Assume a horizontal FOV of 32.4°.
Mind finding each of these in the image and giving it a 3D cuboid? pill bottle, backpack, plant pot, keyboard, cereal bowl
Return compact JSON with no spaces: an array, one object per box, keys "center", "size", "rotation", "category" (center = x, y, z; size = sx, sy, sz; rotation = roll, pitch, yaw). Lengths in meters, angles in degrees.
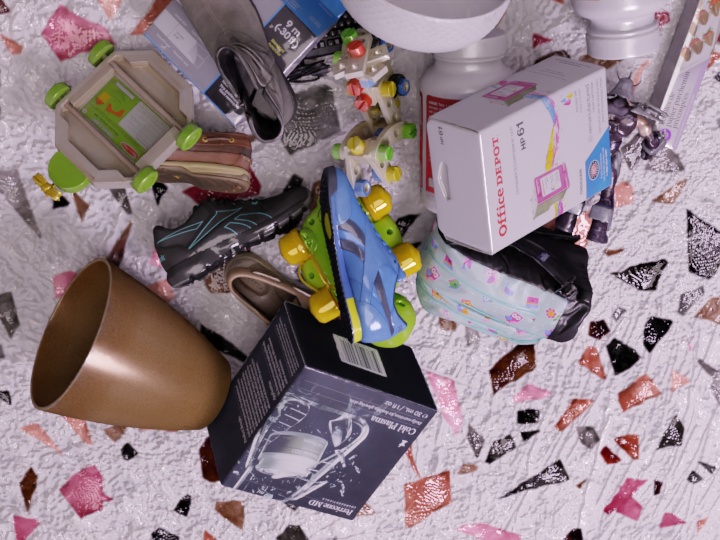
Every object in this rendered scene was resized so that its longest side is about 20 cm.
[{"center":[0.122,-0.171,1.411],"size":[0.111,0.113,0.203],"rotation":[-3,112,-4],"category":"pill bottle"},{"center":[0.166,0.005,1.466],"size":[0.198,0.167,0.128],"rotation":[18,115,-5],"category":"backpack"},{"center":[-0.260,0.111,1.472],"size":[0.199,0.187,0.187],"rotation":[28,108,-30],"category":"plant pot"},{"center":[-0.071,-0.258,1.401],"size":[0.197,0.040,0.105],"rotation":[-12,111,1],"category":"keyboard"},{"center":[0.283,-0.341,1.358],"size":[0.109,0.111,0.203],"rotation":[-9,112,-1],"category":"pill bottle"},{"center":[0.061,-0.302,1.325],"size":[0.197,0.202,0.084],"rotation":[10,139,-9],"category":"cereal bowl"}]

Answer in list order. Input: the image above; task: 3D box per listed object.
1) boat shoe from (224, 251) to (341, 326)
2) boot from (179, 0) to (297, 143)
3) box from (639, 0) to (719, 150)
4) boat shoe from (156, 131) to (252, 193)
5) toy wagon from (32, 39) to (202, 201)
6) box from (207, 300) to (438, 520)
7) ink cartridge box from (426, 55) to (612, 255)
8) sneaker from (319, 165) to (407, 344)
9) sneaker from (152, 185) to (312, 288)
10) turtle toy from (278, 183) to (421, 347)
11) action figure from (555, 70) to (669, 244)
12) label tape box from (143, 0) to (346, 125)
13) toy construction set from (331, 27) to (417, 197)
[{"center":[-0.082,0.055,1.509],"size":[0.199,0.065,0.072],"rotation":[31,106,-15],"category":"boat shoe"},{"center":[-0.127,-0.227,1.266],"size":[0.067,0.131,0.201],"rotation":[-32,97,8],"category":"boot"},{"center":[0.380,-0.243,1.443],"size":[0.038,0.042,0.202],"rotation":[13,109,-9],"category":"box"},{"center":[-0.220,-0.140,1.427],"size":[0.197,0.072,0.069],"rotation":[9,78,0],"category":"boat shoe"},{"center":[-0.279,-0.154,1.372],"size":[0.155,0.040,0.200],"rotation":[42,80,9],"category":"toy wagon"},{"center":[-0.049,0.172,1.491],"size":[0.198,0.125,0.197],"rotation":[21,119,-30],"category":"box"},{"center":[0.175,-0.127,1.339],"size":[0.199,0.084,0.146],"rotation":[-28,123,-29],"category":"ink cartridge box"},{"center":[0.004,-0.021,1.385],"size":[0.077,0.066,0.203],"rotation":[-13,91,-9],"category":"sneaker"},{"center":[-0.151,-0.057,1.454],"size":[0.198,0.075,0.080],"rotation":[-29,83,-8],"category":"sneaker"},{"center":[0.000,0.000,1.464],"size":[0.144,0.101,0.202],"rotation":[-28,91,3],"category":"turtle toy"},{"center":[0.284,-0.138,1.450],"size":[0.129,0.069,0.202],"rotation":[23,112,20],"category":"action figure"},{"center":[-0.117,-0.281,1.355],"size":[0.143,0.066,0.200],"rotation":[44,102,-4],"category":"label tape box"},{"center":[0.005,-0.188,1.366],"size":[0.091,0.132,0.201],"rotation":[17,146,20],"category":"toy construction set"}]
